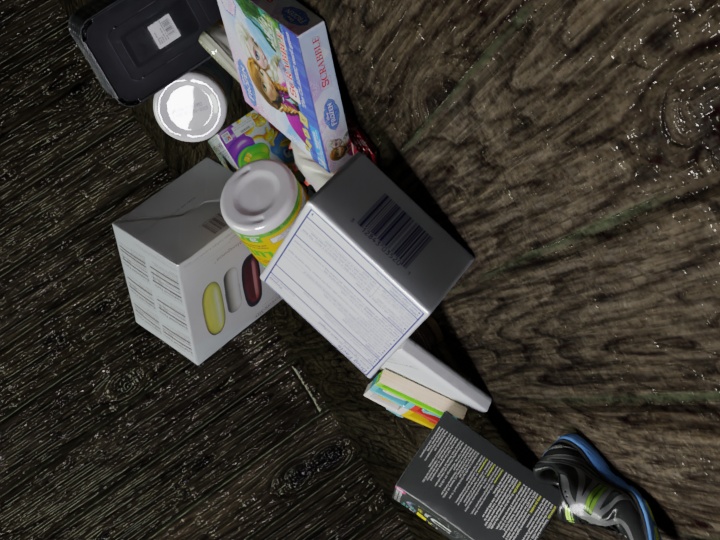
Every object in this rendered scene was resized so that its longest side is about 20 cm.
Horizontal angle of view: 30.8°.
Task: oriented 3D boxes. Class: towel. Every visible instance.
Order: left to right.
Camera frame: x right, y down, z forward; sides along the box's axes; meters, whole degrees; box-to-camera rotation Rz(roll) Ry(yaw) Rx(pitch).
[{"bbox_3d":[-0.042,-0.190,1.637,0.201,0.022,0.145,53,170,16],"label":"towel"}]

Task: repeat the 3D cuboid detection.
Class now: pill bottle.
[{"bbox_3d":[-0.247,-0.276,1.955,0.110,0.108,0.201,60,-169,-24],"label":"pill bottle"},{"bbox_3d":[-0.106,-0.057,1.804,0.111,0.111,0.200,49,177,34],"label":"pill bottle"}]

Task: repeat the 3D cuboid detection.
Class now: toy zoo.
[{"bbox_3d":[0.074,0.191,1.884,0.130,0.021,0.200,25,166,-1],"label":"toy zoo"}]

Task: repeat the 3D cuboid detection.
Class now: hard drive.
[{"bbox_3d":[0.073,0.131,1.768,0.131,0.027,0.200,10,159,47],"label":"hard drive"}]

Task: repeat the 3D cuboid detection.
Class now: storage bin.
[{"bbox_3d":[-0.290,-0.338,1.822,0.136,0.199,0.094,61,169,-27],"label":"storage bin"}]

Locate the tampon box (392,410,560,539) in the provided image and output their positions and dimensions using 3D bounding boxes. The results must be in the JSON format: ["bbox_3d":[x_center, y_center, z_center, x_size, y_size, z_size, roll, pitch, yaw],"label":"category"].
[{"bbox_3d":[0.160,0.312,1.798,0.199,0.127,0.150,34,166,9],"label":"tampon box"}]

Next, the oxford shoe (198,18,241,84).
[{"bbox_3d":[-0.150,-0.278,1.785,0.075,0.058,0.200,41,178,33],"label":"oxford shoe"}]

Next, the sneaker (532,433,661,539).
[{"bbox_3d":[0.262,0.262,1.439,0.200,0.082,0.071,44,165,48],"label":"sneaker"}]

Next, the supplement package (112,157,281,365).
[{"bbox_3d":[-0.231,-0.014,1.908,0.146,0.191,0.202,30,143,31],"label":"supplement package"}]

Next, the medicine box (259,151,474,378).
[{"bbox_3d":[0.004,-0.002,1.506,0.182,0.103,0.200,42,147,2],"label":"medicine box"}]

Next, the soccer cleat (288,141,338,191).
[{"bbox_3d":[-0.032,-0.118,1.724,0.069,0.077,0.202,6,-127,-48],"label":"soccer cleat"}]

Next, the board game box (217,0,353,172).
[{"bbox_3d":[-0.094,-0.245,1.550,0.199,0.041,0.202,42,156,41],"label":"board game box"}]

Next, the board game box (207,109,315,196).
[{"bbox_3d":[-0.128,-0.141,1.953,0.201,0.102,0.105,58,169,-8],"label":"board game box"}]

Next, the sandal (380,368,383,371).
[{"bbox_3d":[0.066,0.162,1.933,0.080,0.055,0.199,23,178,33],"label":"sandal"}]

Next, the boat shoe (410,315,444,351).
[{"bbox_3d":[0.057,0.087,1.897,0.071,0.070,0.200,56,171,-8],"label":"boat shoe"}]
